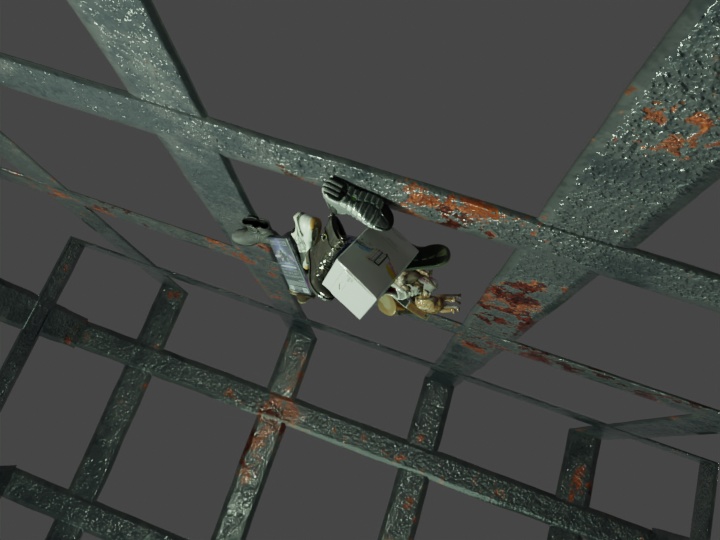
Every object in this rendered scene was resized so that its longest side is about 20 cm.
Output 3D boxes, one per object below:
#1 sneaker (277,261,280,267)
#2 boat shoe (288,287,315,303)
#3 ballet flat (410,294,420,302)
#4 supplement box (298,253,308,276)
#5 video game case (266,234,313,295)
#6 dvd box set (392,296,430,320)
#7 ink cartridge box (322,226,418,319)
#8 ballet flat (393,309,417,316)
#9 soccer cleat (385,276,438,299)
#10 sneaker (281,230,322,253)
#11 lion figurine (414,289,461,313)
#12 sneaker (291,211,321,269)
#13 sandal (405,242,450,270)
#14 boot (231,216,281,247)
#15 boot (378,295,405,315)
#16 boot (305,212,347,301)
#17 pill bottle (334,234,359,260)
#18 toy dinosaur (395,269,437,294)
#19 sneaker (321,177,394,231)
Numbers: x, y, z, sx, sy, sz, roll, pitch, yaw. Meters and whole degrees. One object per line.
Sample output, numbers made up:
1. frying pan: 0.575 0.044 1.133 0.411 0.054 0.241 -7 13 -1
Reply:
1. sneaker: -0.226 -0.013 2.037 0.106 0.068 0.201 12 164 23
2. boat shoe: -0.209 0.088 2.019 0.073 0.076 0.202 15 -173 20
3. ballet flat: 0.178 0.058 1.801 0.075 0.069 0.199 -21 136 41
4. supplement box: -0.180 -0.019 1.896 0.129 0.105 0.200 17 163 19
5. video game case: -0.227 -0.019 1.746 0.142 0.019 0.203 9 125 55
6. dvd box set: 0.153 0.100 1.867 0.146 0.030 0.199 41 -176 33
7. ink cartridge box: 0.025 -0.006 1.424 0.144 0.200 0.148 42 148 4
8. ballet flat: 0.191 0.144 2.083 0.198 0.046 0.068 -12 113 51
9. soccer cleat: 0.151 0.062 1.713 0.196 0.087 0.071 2 133 0
10. sneaker: -0.188 -0.076 1.770 0.197 0.076 0.082 7 153 36
11. lion figurine: 0.252 0.104 1.733 0.120 0.074 0.199 1 174 21
12. sneaker: -0.168 -0.096 1.645 0.087 0.076 0.202 27 135 18
13. sandal: 0.168 -0.033 1.511 0.198 0.081 0.057 5 172 40
14. boot: -0.372 -0.140 1.835 0.196 0.071 0.132 2 155 19
15. boot: 0.119 0.119 1.963 0.143 0.071 0.201 27 -169 -36
16. boot: -0.087 -0.037 1.512 0.068 0.203 0.174 1 147 -36
17. pill bottle: -0.010 -0.044 1.614 0.197 0.113 0.111 12 161 24
18. toy dinosaur: 0.141 0.012 1.662 0.196 0.088 0.135 3 -167 -21
19. sneaker: -0.010 -0.157 1.359 0.198 0.076 0.115 33 167 -4
